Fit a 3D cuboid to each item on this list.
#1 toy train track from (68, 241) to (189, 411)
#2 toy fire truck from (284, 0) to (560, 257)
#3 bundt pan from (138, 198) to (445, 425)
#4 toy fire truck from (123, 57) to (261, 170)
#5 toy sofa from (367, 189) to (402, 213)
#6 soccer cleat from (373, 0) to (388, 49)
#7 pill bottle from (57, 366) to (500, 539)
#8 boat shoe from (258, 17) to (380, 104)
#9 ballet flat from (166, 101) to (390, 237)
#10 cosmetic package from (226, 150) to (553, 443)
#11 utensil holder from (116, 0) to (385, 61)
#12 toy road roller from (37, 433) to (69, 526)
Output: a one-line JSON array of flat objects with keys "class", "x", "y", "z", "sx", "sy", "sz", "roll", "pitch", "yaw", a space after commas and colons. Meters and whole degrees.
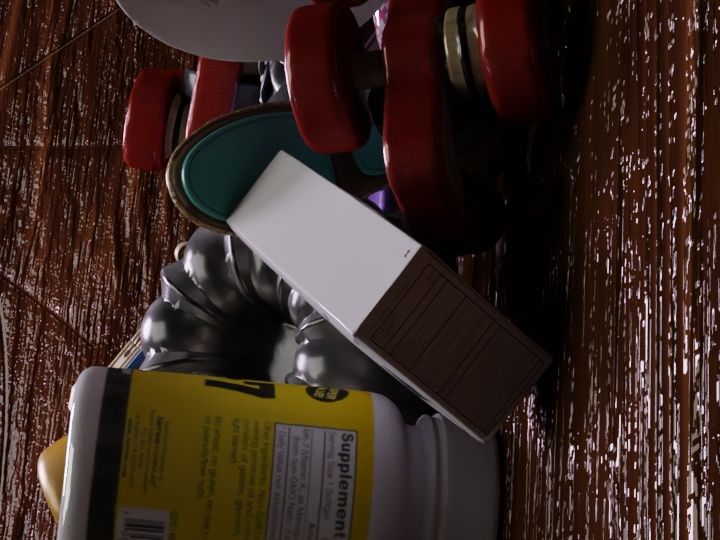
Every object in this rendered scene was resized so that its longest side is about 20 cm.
[{"class": "toy train track", "x": -0.119, "y": 0.008, "z": 1.079, "sx": 0.201, "sy": 0.032, "sz": 0.115, "roll": -51, "pitch": 24, "yaw": -3}, {"class": "toy fire truck", "x": 0.042, "y": -0.096, "z": 0.808, "sx": 0.168, "sy": 0.111, "sz": 0.202, "roll": 59, "pitch": -154, "yaw": -54}, {"class": "bundt pan", "x": -0.046, "y": 0.046, "z": 0.954, "sx": 0.075, "sy": 0.200, "sz": 0.205, "roll": 22, "pitch": -112, "yaw": -53}, {"class": "toy fire truck", "x": -0.085, "y": -0.147, "z": 1.183, "sx": 0.200, "sy": 0.111, "sz": 0.170, "roll": -55, "pitch": -25, "yaw": -83}, {"class": "toy sofa", "x": 0.000, "y": 0.000, "z": 1.046, "sx": 0.083, "sy": 0.096, "sz": 0.202, "roll": 111, "pitch": 165, "yaw": -68}, {"class": "soccer cleat", "x": 0.046, "y": -0.188, "z": 0.929, "sx": 0.087, "sy": 0.069, "sz": 0.202, "roll": -98, "pitch": 16, "yaw": -68}, {"class": "pill bottle", "x": -0.040, "y": 0.110, "z": 0.819, "sx": 0.114, "sy": 0.197, "sz": 0.116, "roll": -174, "pitch": 90, "yaw": -83}, {"class": "boat shoe", "x": -0.028, "y": -0.126, "z": 1.031, "sx": 0.070, "sy": 0.066, "sz": 0.200, "roll": -23, "pitch": 24, "yaw": 48}, {"class": "ballet flat", "x": -0.025, "y": -0.060, "z": 0.925, "sx": 0.065, "sy": 0.198, "sz": 0.071, "roll": -1, "pitch": 101, "yaw": 56}, {"class": "cosmetic package", "x": 0.005, "y": 0.006, "z": 0.784, "sx": 0.051, "sy": 0.082, "sz": 0.200, "roll": -49, "pitch": 24, "yaw": -1}, {"class": "utensil holder", "x": -0.060, "y": -0.239, "z": 0.928, "sx": 0.171, "sy": 0.168, "sz": 0.202, "roll": 105, "pitch": 162, "yaw": -54}, {"class": "toy road roller", "x": -0.130, "y": 0.166, "z": 1.055, "sx": 0.147, "sy": 0.122, "sz": 0.200, "roll": 58, "pitch": 180, "yaw": -14}]
